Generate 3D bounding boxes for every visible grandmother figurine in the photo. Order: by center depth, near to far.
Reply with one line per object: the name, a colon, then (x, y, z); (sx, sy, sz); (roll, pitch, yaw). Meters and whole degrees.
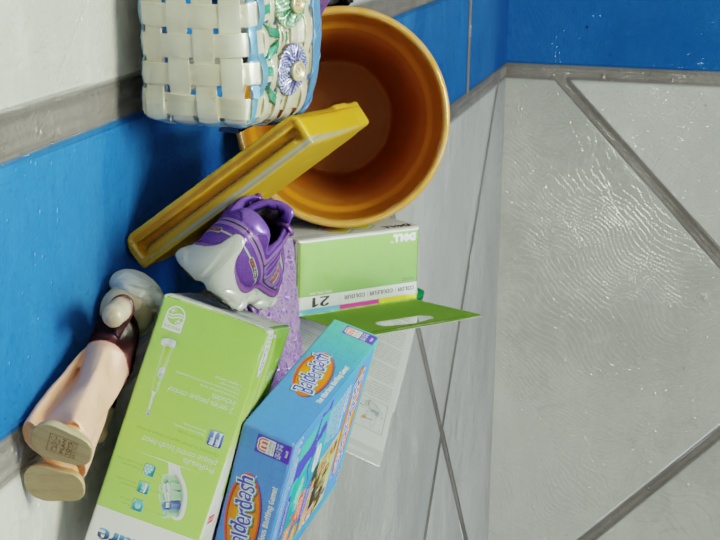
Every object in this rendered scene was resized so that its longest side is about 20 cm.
grandmother figurine: (-0.184, 0.067, 1.142); (0.201, 0.060, 0.122); (-74, -170, -53)

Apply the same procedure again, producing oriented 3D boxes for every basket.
basket: (-0.096, -0.190, 1.255); (0.200, 0.137, 0.179); (-60, 151, -68)

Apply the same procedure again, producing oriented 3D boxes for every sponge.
sponge: (-0.078, 0.074, 1.393); (0.111, 0.029, 0.203); (-7, 91, -74)

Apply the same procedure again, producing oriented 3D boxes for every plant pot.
plant pot: (-0.021, -0.150, 1.548); (0.183, 0.197, 0.203); (-114, -153, -83)

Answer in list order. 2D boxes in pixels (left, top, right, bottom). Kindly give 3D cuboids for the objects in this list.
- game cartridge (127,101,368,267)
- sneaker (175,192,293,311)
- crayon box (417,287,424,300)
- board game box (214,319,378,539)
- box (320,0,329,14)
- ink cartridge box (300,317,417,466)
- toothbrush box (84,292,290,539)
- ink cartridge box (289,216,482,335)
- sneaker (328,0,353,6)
game cartridge: (-0.087, -0.076, 1.309); (0.033, 0.175, 0.200); (55, 16, -1)
sneaker: (-0.079, -0.019, 1.238); (0.084, 0.081, 0.200); (-47, -178, 6)
crayon box: (-0.005, 0.100, 1.735); (0.200, 0.058, 0.120); (129, -17, -57)
board game box: (-0.052, 0.147, 1.252); (0.200, 0.045, 0.154); (-47, 155, -63)
box: (-0.045, -0.296, 1.339); (0.200, 0.039, 0.139); (134, -48, -69)
ink cartridge box: (-0.039, 0.091, 1.557); (0.057, 0.161, 0.201); (-54, -166, 49)
toothbrush box: (-0.128, 0.125, 1.201); (0.146, 0.085, 0.202); (27, 83, -86)
ink cartridge box: (0.000, 0.000, 1.487); (0.146, 0.199, 0.077); (-7, 104, -36)
sneaker: (-0.030, -0.307, 1.570); (0.201, 0.073, 0.088); (112, -16, -49)
